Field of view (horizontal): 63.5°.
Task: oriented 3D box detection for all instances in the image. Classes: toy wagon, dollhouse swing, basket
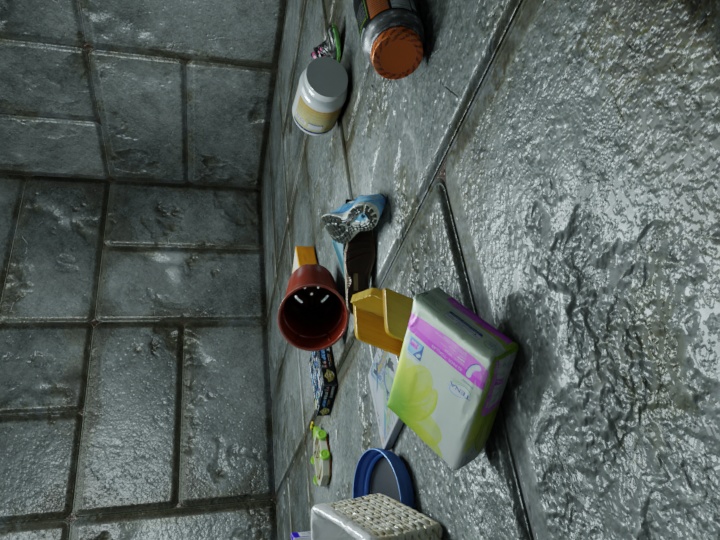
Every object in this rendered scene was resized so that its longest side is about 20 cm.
[{"bbox_3d":[-0.129,0.574,1.852,0.203,0.038,0.158,-104,22,-46],"label":"toy wagon"},{"bbox_3d":[0.055,0.151,0.987,0.200,0.177,0.181,157,133,-72],"label":"dollhouse swing"},{"bbox_3d":[0.022,0.509,0.984,0.198,0.157,0.205,-4,85,55],"label":"basket"}]

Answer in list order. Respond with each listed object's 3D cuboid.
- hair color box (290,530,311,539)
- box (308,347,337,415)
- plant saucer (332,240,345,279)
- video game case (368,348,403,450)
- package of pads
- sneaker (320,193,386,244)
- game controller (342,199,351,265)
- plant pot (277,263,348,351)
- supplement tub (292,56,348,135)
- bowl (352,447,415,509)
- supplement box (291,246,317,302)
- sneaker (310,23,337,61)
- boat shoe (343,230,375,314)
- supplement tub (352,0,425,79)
[{"bbox_3d":[-0.163,0.932,1.827,0.065,0.106,0.207,148,122,-71],"label":"hair color box"},{"bbox_3d":[-0.119,0.320,1.814,0.203,0.045,0.162,-105,22,-44],"label":"box"},{"bbox_3d":[-0.051,-0.059,1.640,0.202,0.018,0.072,-111,26,-55],"label":"plant saucer"},{"bbox_3d":[0.059,0.239,1.208,0.203,0.021,0.186,107,158,-44],"label":"video game case"},{"bbox_3d":[0.123,0.150,0.801,0.154,0.067,0.205,37,128,37],"label":"package of pads"},{"bbox_3d":[-0.011,-0.123,1.321,0.197,0.090,0.080,-11,118,48],"label":"sneaker"},{"bbox_3d":[-0.033,-0.097,1.467,0.202,0.041,0.107,-89,9,-59],"label":"game controller"},{"bbox_3d":[-0.137,0.090,1.662,0.196,0.194,0.207,-104,20,-65],"label":"plant pot"},{"bbox_3d":[-0.115,-0.496,1.664,0.200,0.140,0.149,135,134,-68],"label":"supplement tub"},{"bbox_3d":[0.045,0.458,1.150,0.199,0.038,0.208,-20,67,61],"label":"bowl"},{"bbox_3d":[-0.202,0.033,2.084,0.128,0.071,0.204,-108,25,-49],"label":"supplement box"},{"bbox_3d":[-0.106,-0.647,1.749,0.201,0.081,0.079,116,150,-58],"label":"sneaker"},{"bbox_3d":[-0.006,-0.001,1.376,0.075,0.072,0.209,-18,-65,-89],"label":"boat shoe"},{"bbox_3d":[0.053,-0.462,1.087,0.124,0.119,0.205,113,153,-53],"label":"supplement tub"}]
